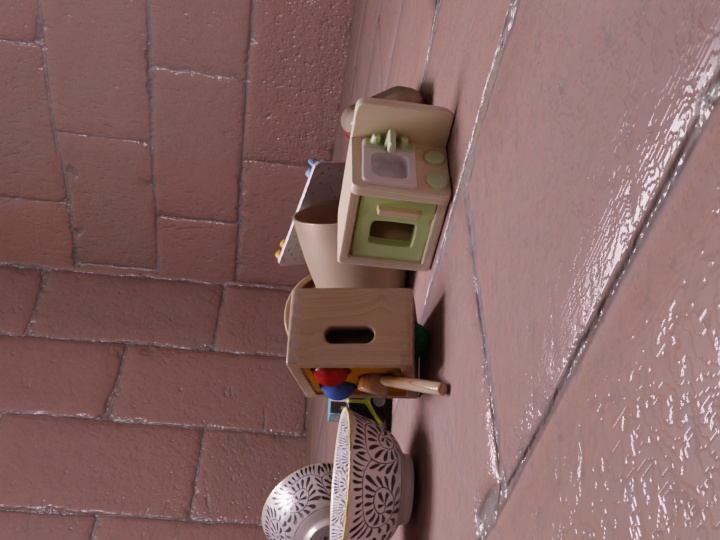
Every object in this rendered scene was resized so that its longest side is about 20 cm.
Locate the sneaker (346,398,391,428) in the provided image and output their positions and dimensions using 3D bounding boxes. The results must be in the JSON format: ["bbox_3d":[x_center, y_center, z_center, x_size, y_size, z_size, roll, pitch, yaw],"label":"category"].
[{"bbox_3d":[0.009,0.251,1.396,0.076,0.075,0.202,113,163,-69],"label":"sneaker"}]

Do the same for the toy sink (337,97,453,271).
[{"bbox_3d":[0.045,-0.106,1.115,0.113,0.129,0.201,-91,10,-45],"label":"toy sink"}]

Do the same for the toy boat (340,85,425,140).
[{"bbox_3d":[0.047,-0.215,1.357,0.200,0.130,0.132,-109,-4,-76],"label":"toy boat"}]

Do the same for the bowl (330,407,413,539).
[{"bbox_3d":[0.017,0.285,1.120,0.201,0.093,0.203,-175,90,-85],"label":"bowl"}]

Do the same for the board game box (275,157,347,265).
[{"bbox_3d":[-0.035,-0.101,1.444,0.026,0.199,0.201,46,126,36],"label":"board game box"}]

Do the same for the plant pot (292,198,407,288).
[{"bbox_3d":[0.000,0.000,1.334,0.187,0.186,0.202,-107,9,-74],"label":"plant pot"}]

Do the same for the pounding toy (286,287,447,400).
[{"bbox_3d":[0.014,0.112,1.092,0.184,0.198,0.143,74,-163,-66],"label":"pounding toy"}]

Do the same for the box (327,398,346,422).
[{"bbox_3d":[-0.018,0.194,1.657,0.049,0.082,0.201,104,170,-61],"label":"box"}]

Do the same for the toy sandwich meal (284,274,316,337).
[{"bbox_3d":[-0.032,0.068,1.447,0.070,0.203,0.207,102,171,-64],"label":"toy sandwich meal"}]

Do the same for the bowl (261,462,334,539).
[{"bbox_3d":[-0.068,0.451,1.507,0.094,0.199,0.202,-127,40,-56],"label":"bowl"}]
